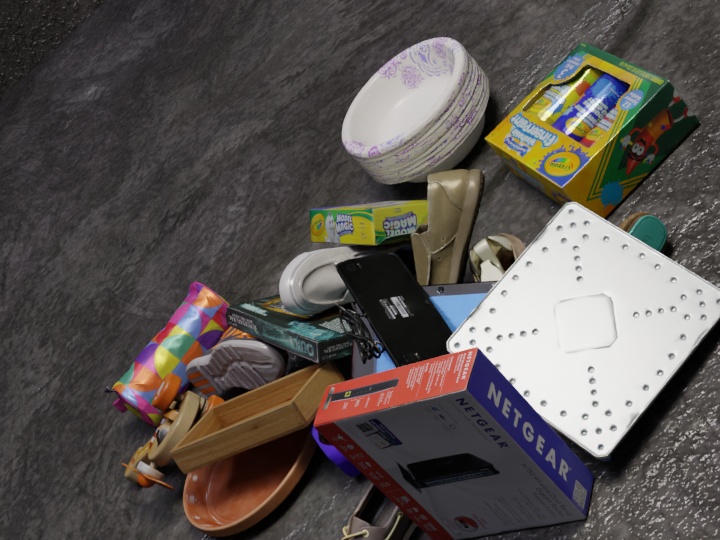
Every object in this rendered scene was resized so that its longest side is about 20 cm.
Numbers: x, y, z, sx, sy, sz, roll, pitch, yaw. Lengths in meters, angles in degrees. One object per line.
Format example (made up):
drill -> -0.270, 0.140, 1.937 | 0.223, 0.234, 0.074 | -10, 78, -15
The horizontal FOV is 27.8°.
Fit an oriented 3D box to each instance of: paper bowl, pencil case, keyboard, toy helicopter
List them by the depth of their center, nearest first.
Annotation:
keyboard -> 0.027, 0.054, 1.496 | 0.103, 0.040, 0.200 | -9, 36, -18
toy helicopter -> -0.250, 0.224, 1.792 | 0.200, 0.078, 0.133 | -44, 22, 51
paper bowl -> 0.081, -0.195, 1.880 | 0.200, 0.104, 0.201 | -31, 33, 22
pencil case -> -0.249, 0.112, 1.937 | 0.200, 0.088, 0.088 | -51, 30, -13

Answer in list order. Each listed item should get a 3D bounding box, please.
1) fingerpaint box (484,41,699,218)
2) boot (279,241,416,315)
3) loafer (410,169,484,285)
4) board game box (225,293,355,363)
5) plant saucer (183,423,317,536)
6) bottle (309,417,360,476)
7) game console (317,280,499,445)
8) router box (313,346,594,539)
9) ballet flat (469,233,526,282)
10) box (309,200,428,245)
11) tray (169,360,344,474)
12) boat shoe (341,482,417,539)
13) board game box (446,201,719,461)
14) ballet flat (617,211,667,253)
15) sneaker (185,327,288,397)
fingerpaint box -> 0.257, -0.160, 1.648 | 0.167, 0.073, 0.200 | -45, 30, 1
boot -> 0.000, 0.000, 1.698 | 0.095, 0.074, 0.199 | -9, 9, 41
loafer -> 0.087, -0.022, 1.614 | 0.076, 0.067, 0.202 | -46, -29, -73
board game box -> -0.052, 0.061, 1.711 | 0.134, 0.028, 0.199 | -13, 18, -33
plant saucer -> -0.124, 0.223, 1.693 | 0.200, 0.032, 0.201 | -32, 32, 23
bottle -> 0.036, 0.130, 1.573 | 0.200, 0.065, 0.084 | -44, 36, 1
game console -> 0.065, 0.092, 1.464 | 0.198, 0.120, 0.172 | -5, 13, 22
router box -> 0.086, 0.165, 1.332 | 0.179, 0.200, 0.049 | -18, 38, 38
ballet flat -> 0.152, 0.002, 1.585 | 0.068, 0.067, 0.201 | -37, 31, 13
box -> 0.031, -0.058, 1.742 | 0.116, 0.049, 0.200 | -7, 7, -27
tray -> -0.118, 0.167, 1.650 | 0.199, 0.037, 0.099 | -26, 14, 36
boat shoe -> 0.015, 0.260, 1.446 | 0.072, 0.060, 0.201 | 11, 61, 55
board game box -> 0.217, 0.056, 1.387 | 0.199, 0.026, 0.200 | 35, 77, 32
ballet flat -> 0.236, 0.024, 1.467 | 0.201, 0.068, 0.072 | -55, 11, -16
sneaker -> -0.134, 0.089, 1.798 | 0.199, 0.078, 0.112 | -14, 29, 52
